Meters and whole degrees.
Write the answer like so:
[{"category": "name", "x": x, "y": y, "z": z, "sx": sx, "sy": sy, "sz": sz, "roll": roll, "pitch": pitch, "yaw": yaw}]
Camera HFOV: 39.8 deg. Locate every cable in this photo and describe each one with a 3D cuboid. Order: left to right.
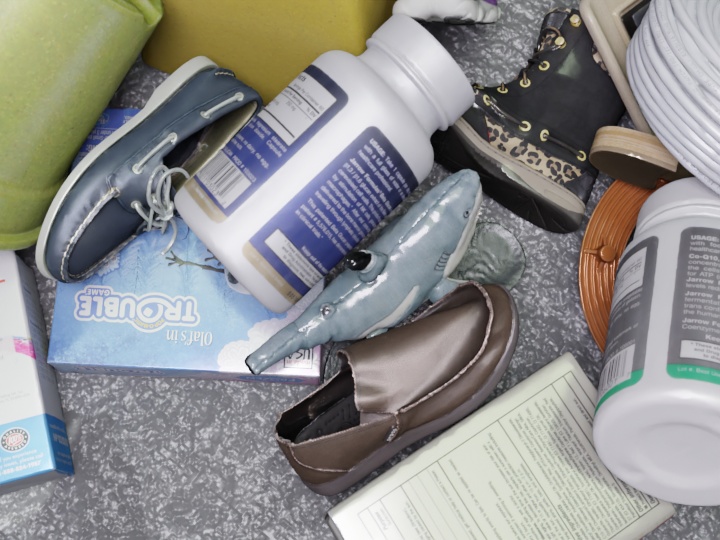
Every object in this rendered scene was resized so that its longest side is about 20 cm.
[{"category": "cable", "x": 0.281, "y": -0.127, "z": 0.688, "sx": 0.199, "sy": 0.069, "sz": 0.200, "roll": 34, "pitch": 49, "yaw": 6}]

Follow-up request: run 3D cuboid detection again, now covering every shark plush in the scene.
[{"category": "shark plush", "x": 0.000, "y": 0.000, "z": 0.696, "sx": 0.198, "sy": 0.084, "sz": 0.091, "roll": -24, "pitch": 63, "yaw": -10}]

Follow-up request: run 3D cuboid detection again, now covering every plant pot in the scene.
[{"category": "plant pot", "x": -0.237, "y": -0.150, "z": 0.664, "sx": 0.184, "sy": 0.200, "sz": 0.201, "roll": -44, "pitch": 81, "yaw": 17}, {"category": "plant pot", "x": -0.054, "y": -0.252, "z": 0.740, "sx": 0.193, "sy": 0.200, "sz": 0.196, "roll": 19, "pitch": 75, "yaw": 1}]

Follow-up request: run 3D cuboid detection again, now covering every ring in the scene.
[{"category": "ring", "x": 0.263, "y": 0.004, "z": 0.764, "sx": 0.198, "sy": 0.019, "sz": 0.203, "roll": 0, "pitch": 88, "yaw": -10}]

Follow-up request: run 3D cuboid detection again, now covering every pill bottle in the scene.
[{"category": "pill bottle", "x": -0.020, "y": -0.076, "z": 0.679, "sx": 0.200, "sy": 0.111, "sz": 0.111, "roll": -43, "pitch": 81, "yaw": -1}, {"category": "pill bottle", "x": 0.219, "y": 0.039, "z": 0.650, "sx": 0.112, "sy": 0.114, "sz": 0.201, "roll": 20, "pitch": 50, "yaw": 2}]

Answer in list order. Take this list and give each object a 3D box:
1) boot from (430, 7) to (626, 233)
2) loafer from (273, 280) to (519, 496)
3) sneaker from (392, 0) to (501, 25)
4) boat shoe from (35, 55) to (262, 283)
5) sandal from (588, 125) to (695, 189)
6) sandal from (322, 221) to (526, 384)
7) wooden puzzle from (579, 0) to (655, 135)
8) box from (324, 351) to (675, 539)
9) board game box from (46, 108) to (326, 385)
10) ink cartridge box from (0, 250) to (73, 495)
[{"category": "boot", "x": 0.121, "y": -0.142, "z": 0.782, "sx": 0.199, "sy": 0.073, "sz": 0.151, "roll": 34, "pitch": 75, "yaw": -5}, {"category": "loafer", "x": 0.021, "y": 0.077, "z": 0.670, "sx": 0.200, "sy": 0.071, "sz": 0.073, "roll": -42, "pitch": 41, "yaw": 11}, {"category": "sneaker", "x": 0.070, "y": -0.229, "z": 0.748, "sx": 0.080, "sy": 0.200, "sz": 0.084, "roll": 5, "pitch": 105, "yaw": 5}, {"category": "boat shoe", "x": -0.146, "y": -0.065, "z": 0.709, "sx": 0.062, "sy": 0.075, "sz": 0.200, "roll": 31, "pitch": 66, "yaw": 17}, {"category": "sandal", "x": 0.275, "y": -0.078, "z": 0.725, "sx": 0.210, "sy": 0.078, "sz": 0.070, "roll": 21, "pitch": 79, "yaw": -2}, {"category": "sandal", "x": 0.045, "y": 0.035, "z": 0.749, "sx": 0.075, "sy": 0.048, "sz": 0.200, "roll": 42, "pitch": 78, "yaw": 9}, {"category": "wooden puzzle", "x": 0.284, "y": -0.180, "z": 0.787, "sx": 0.199, "sy": 0.037, "sz": 0.186, "roll": -38, "pitch": 109, "yaw": -14}, {"category": "box", "x": 0.089, "y": 0.168, "z": 0.686, "sx": 0.199, "sy": 0.109, "sz": 0.129, "roll": -31, "pitch": 80, "yaw": -10}, {"category": "board game box", "x": -0.123, "y": -0.020, "z": 0.756, "sx": 0.197, "sy": 0.043, "sz": 0.201, "roll": 3, "pitch": 76, "yaw": -2}, {"category": "ink cartridge box", "x": -0.285, "y": 0.061, "z": 0.712, "sx": 0.114, "sy": 0.068, "sz": 0.202, "roll": -13, "pitch": 77, "yaw": -7}]
